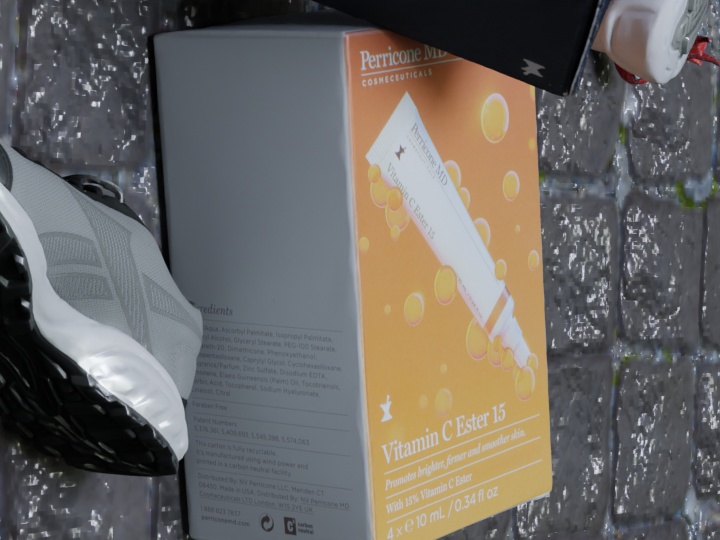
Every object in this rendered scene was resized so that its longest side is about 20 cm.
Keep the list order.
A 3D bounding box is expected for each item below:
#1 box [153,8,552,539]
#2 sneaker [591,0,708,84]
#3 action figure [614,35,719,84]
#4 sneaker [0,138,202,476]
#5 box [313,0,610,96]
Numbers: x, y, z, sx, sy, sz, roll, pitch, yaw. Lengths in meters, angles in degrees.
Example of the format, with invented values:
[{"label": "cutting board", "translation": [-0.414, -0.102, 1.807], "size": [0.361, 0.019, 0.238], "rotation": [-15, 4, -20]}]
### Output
[{"label": "box", "translation": [0.000, 0.000, 0.968], "size": [0.124, 0.097, 0.202], "rotation": [-16, 105, -50]}, {"label": "sneaker", "translation": [0.114, -0.162, 1.027], "size": [0.200, 0.099, 0.078], "rotation": [-57, 161, -48]}, {"label": "action figure", "translation": [0.117, -0.164, 1.109], "size": [0.065, 0.099, 0.201], "rotation": [-52, 133, -34]}, {"label": "sneaker", "translation": [-0.116, -0.007, 0.849], "size": [0.200, 0.074, 0.080], "rotation": [55, 43, -47]}, {"label": "box", "translation": [0.024, -0.200, 0.878], "size": [0.124, 0.199, 0.198], "rotation": [97, 15, -68]}]
